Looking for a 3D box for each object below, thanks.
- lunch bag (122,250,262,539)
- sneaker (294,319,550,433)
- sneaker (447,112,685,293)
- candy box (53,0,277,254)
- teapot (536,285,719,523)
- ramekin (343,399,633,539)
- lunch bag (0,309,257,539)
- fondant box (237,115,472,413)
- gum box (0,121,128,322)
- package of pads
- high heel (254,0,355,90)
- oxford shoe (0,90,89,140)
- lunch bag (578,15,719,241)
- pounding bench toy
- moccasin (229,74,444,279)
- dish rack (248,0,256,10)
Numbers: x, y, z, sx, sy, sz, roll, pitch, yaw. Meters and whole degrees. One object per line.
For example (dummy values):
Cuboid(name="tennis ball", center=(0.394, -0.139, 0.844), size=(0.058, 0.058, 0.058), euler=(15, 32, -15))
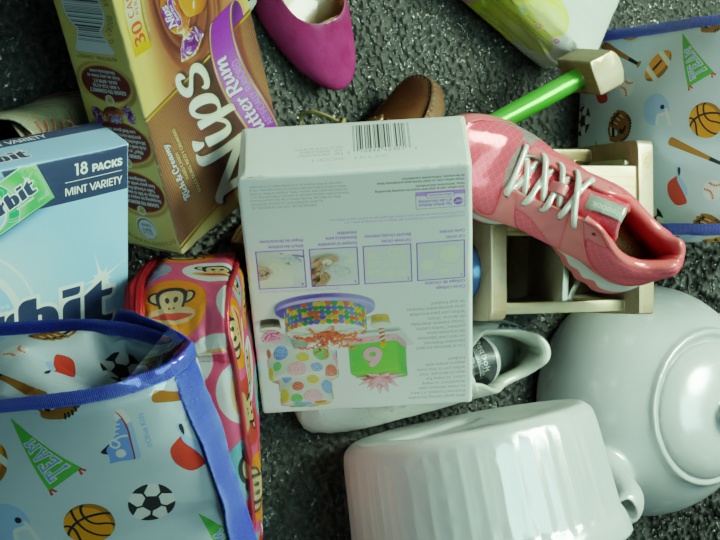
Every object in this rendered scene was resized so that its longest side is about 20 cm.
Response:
Cuboid(name="lunch bag", center=(-0.101, 0.088, 1.044), size=(0.082, 0.176, 0.201), euler=(-3, 102, 1))
Cuboid(name="sneaker", center=(0.043, 0.071, 1.186), size=(0.199, 0.080, 0.077), euler=(-16, 101, -32))
Cuboid(name="sneaker", center=(0.137, -0.050, 1.091), size=(0.200, 0.087, 0.074), euler=(28, 77, -23))
Cuboid(name="candy box", center=(-0.118, -0.125, 1.027), size=(0.117, 0.056, 0.201), euler=(-43, 132, -41))
Cuboid(name="teapot", center=(0.248, 0.102, 1.287), size=(0.197, 0.146, 0.201), euler=(12, 83, -34))
Cuboid(name="ramekin", center=(0.083, 0.153, 1.148), size=(0.200, 0.200, 0.098), euler=(-11, 89, -34))
Cuboid(name="lunch bag", center=(-0.155, 0.117, 0.894), size=(0.124, 0.199, 0.171), euler=(-53, 133, -56))
Cuboid(name="fondant box", center=(0.000, 0.000, 1.070), size=(0.144, 0.058, 0.201), euler=(-3, 128, 0))
Cuboid(name="gum box", center=(-0.221, 0.024, 0.982), size=(0.169, 0.045, 0.201), euler=(-15, 122, -33))
Cuboid(name="package of pads", center=(0.124, -0.264, 1.246), size=(0.200, 0.068, 0.155), euler=(34, 71, -29))
Cuboid(name="high heel", center=(-0.036, -0.218, 1.120), size=(0.067, 0.096, 0.200), euler=(-36, 109, -29))
Cuboid(name="oxford shoe", center=(-0.201, -0.071, 1.020), size=(0.200, 0.075, 0.071), euler=(-20, 99, -34))
Cuboid(name="lunch bag", center=(0.271, -0.105, 1.259), size=(0.123, 0.200, 0.171), euler=(1, 89, -34))
Cuboid(name="pounding bench toy", center=(0.114, -0.066, 1.198), size=(0.155, 0.124, 0.201), euler=(-1, 91, -27))
Cuboid(name="moccasin", center=(-0.016, -0.070, 1.155), size=(0.201, 0.074, 0.078), euler=(-44, 122, -15))
Cuboid(name="dish rack", center=(-0.148, -0.226, 1.065), size=(0.153, 0.054, 0.200), euler=(-37, 107, -27))
